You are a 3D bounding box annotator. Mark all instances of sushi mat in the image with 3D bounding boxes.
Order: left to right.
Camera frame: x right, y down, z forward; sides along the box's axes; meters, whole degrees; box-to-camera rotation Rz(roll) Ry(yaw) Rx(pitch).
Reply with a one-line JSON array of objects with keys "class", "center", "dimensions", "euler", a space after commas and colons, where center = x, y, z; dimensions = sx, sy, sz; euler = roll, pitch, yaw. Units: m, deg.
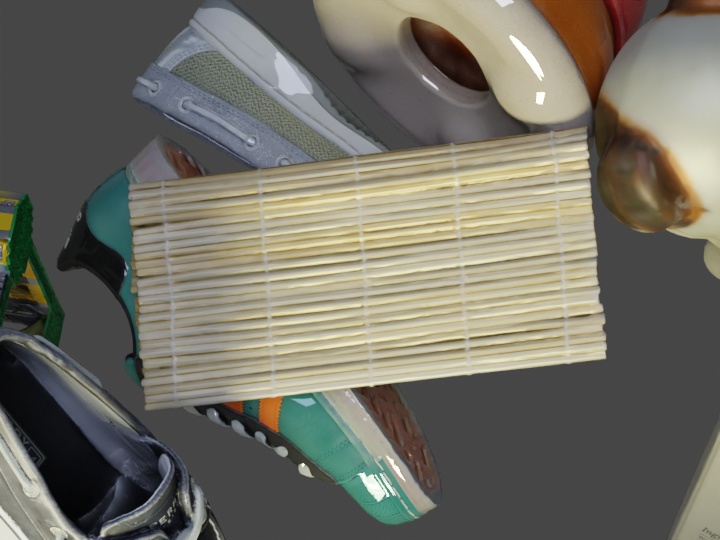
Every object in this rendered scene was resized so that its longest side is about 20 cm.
[{"class": "sushi mat", "center": [0.000, 0.000, 1.040], "dimensions": [0.199, 0.012, 0.096], "euler": [-7, 88, 12]}]

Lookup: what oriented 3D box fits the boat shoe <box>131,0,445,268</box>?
[{"class": "boat shoe", "center": [-0.014, -0.034, 1.099], "dimensions": [0.065, 0.074, 0.202], "euler": [-45, 76, 3]}]

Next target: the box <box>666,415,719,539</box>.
[{"class": "box", "center": [0.181, 0.066, 0.997], "dimensions": [0.082, 0.200, 0.068], "euler": [24, 51, 7]}]

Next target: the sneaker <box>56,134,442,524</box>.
[{"class": "sneaker", "center": [-0.049, 0.040, 1.093], "dimensions": [0.080, 0.071, 0.200], "euler": [-42, 82, 13]}]

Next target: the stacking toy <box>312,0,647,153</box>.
[{"class": "stacking toy", "center": [0.087, -0.147, 1.099], "dimensions": [0.146, 0.146, 0.200], "euler": [38, 66, 10]}]

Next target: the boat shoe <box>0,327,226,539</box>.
[{"class": "boat shoe", "center": [-0.093, 0.095, 0.989], "dimensions": [0.200, 0.068, 0.072], "euler": [51, 52, -22]}]

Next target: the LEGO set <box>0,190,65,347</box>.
[{"class": "LEGO set", "center": [-0.203, 0.057, 1.059], "dimensions": [0.115, 0.154, 0.201], "euler": [7, 78, 6]}]

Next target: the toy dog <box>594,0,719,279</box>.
[{"class": "toy dog", "center": [0.188, -0.033, 1.023], "dimensions": [0.200, 0.194, 0.140], "euler": [25, 92, 0]}]
